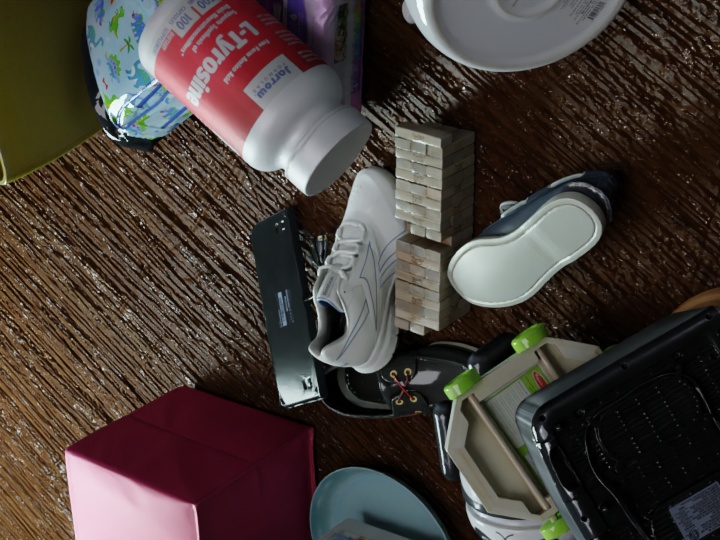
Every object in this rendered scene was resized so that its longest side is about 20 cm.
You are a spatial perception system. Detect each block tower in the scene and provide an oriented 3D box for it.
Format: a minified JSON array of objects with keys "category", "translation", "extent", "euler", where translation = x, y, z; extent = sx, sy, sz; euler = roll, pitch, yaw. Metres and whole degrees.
[{"category":"block tower","translation":[0.068,-0.041,1.253],"extent":[0.054,0.058,0.200],"euler":[18,122,34]}]

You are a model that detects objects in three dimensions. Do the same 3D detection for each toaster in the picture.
[{"category":"toaster","translation":[0.230,0.150,1.055],"extent":[0.181,0.200,0.119],"euler":[60,177,1]}]

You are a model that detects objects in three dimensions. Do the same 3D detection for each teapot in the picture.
[{"category":"teapot","translation":[0.115,-0.266,1.048],"extent":[0.197,0.200,0.146],"euler":[65,-171,-50]}]

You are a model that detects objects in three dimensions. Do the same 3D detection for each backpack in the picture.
[{"category":"backpack","translation":[-0.196,-0.230,1.347],"extent":[0.200,0.154,0.163],"euler":[-18,77,32]}]

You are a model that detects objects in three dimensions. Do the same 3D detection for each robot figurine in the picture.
[{"category":"robot figurine","translation":[0.147,0.160,1.224],"extent":[0.150,0.125,0.200],"euler":[-136,36,-68]}]

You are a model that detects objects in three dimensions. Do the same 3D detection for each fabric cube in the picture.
[{"category":"fabric cube","translation":[-0.181,0.269,1.509],"extent":[0.199,0.200,0.196],"euler":[13,116,34]}]

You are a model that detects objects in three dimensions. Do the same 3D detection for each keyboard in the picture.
[{"category":"keyboard","translation":[-0.059,0.033,1.379],"extent":[0.127,0.021,0.200],"euler":[-22,76,50]}]

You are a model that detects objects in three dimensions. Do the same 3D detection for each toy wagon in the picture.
[{"category":"toy wagon","translation":[0.172,0.121,1.134],"extent":[0.155,0.200,0.040],"euler":[56,178,0]}]

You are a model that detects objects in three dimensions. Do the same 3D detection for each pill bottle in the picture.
[{"category":"pill bottle","translation":[-0.090,-0.161,1.191],"extent":[0.200,0.112,0.112],"euler":[42,131,12]}]

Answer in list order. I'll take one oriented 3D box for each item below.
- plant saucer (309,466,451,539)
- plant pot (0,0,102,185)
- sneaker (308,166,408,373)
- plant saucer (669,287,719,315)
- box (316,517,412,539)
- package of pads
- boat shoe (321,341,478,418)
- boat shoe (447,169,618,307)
[{"category":"plant saucer","translation":[0.029,0.298,1.459],"extent":[0.200,0.027,0.200],"euler":[19,121,34]},{"category":"plant pot","translation":[-0.370,-0.218,1.454],"extent":[0.200,0.176,0.200],"euler":[10,116,48]},{"category":"sneaker","translation":[0.000,0.000,1.289],"extent":[0.074,0.087,0.200],"euler":[7,93,42]},{"category":"plant saucer","translation":[0.322,0.111,1.114],"extent":[0.200,0.037,0.200],"euler":[17,119,34]},{"category":"box","translation":[0.038,0.348,1.385],"extent":[0.200,0.101,0.113],"euler":[11,116,37]},{"category":"package of pads","translation":[-0.058,-0.227,1.262],"extent":[0.120,0.076,0.200],"euler":[18,121,29]},{"category":"boat shoe","translation":[0.045,0.114,1.339],"extent":[0.201,0.063,0.074],"euler":[-6,102,41]},{"category":"boat shoe","translation":[0.149,-0.030,1.180],"extent":[0.075,0.062,0.200],"euler":[43,142,-3]}]
